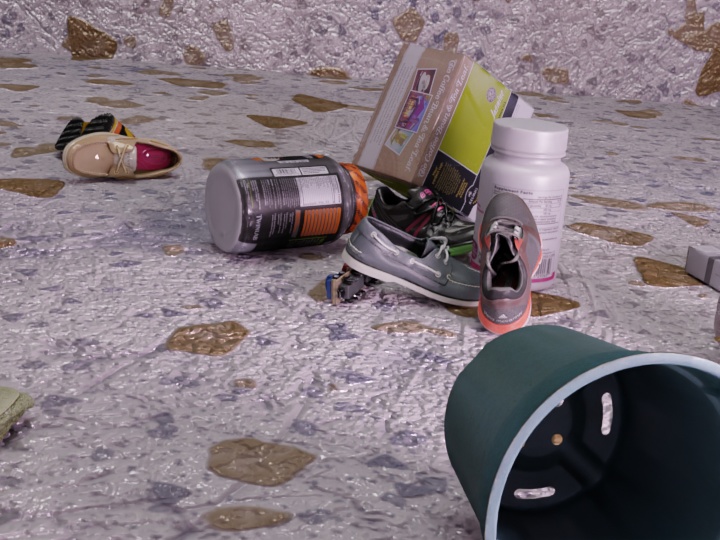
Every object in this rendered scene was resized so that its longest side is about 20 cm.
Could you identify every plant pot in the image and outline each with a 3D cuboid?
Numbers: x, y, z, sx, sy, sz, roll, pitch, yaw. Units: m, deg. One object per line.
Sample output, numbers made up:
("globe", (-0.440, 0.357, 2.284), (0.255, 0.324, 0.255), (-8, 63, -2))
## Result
("plant pot", (0.150, 0.129, 0.723), (0.198, 0.203, 0.196), (1, 10, -11))

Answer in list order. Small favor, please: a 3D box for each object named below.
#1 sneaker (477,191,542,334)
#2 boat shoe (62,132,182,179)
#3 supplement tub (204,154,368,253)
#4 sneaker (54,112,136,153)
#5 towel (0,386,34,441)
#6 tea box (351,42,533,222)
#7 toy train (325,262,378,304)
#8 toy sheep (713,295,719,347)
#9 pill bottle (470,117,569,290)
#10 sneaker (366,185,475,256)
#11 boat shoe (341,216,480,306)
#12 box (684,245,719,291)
("sneaker", (0.171, -0.026, 1.229), (0.076, 0.082, 0.201), (-2, 50, 8))
("boat shoe", (-0.377, -0.183, 1.726), (0.199, 0.075, 0.069), (-10, 17, -41))
("supplement tub", (-0.096, -0.090, 1.431), (0.198, 0.124, 0.122), (-6, 21, -33))
("sneaker", (-0.447, -0.212, 1.836), (0.199, 0.070, 0.090), (1, -31, 50))
("towel", (-0.354, 0.126, 0.827), (0.147, 0.037, 0.200), (5, 18, 5))
("tea box", (0.125, -0.201, 1.608), (0.133, 0.202, 0.196), (22, -3, 43))
("toy train", (0.000, 0.000, 1.319), (0.045, 0.034, 0.200), (7, 17, 17))
("toy sheep", (0.447, 0.042, 1.142), (0.199, 0.139, 0.137), (-20, 29, -37))
("pill bottle", (0.204, -0.086, 1.365), (0.112, 0.202, 0.113), (5, 17, -1))
("sneaker", (0.093, -0.071, 1.482), (0.198, 0.085, 0.077), (14, 20, 28))
("boat shoe", (0.079, -0.011, 1.277), (0.198, 0.062, 0.073), (17, 22, -11))
("box", (0.548, 0.013, 1.414), (0.154, 0.042, 0.200), (-1, 18, -17))
